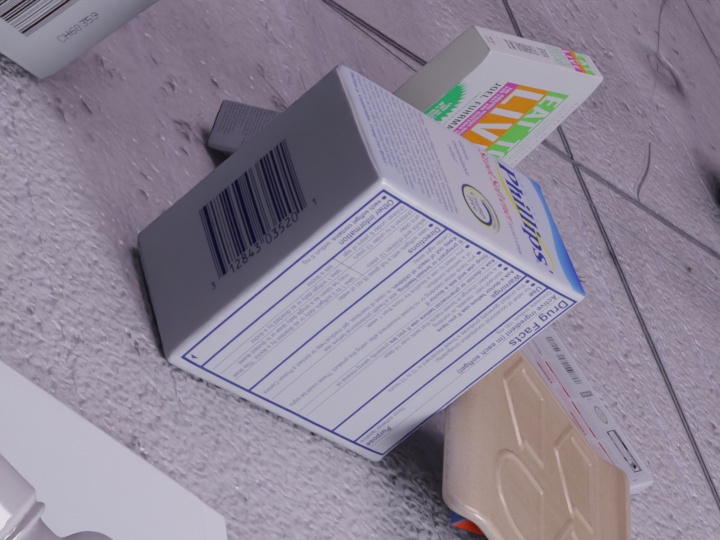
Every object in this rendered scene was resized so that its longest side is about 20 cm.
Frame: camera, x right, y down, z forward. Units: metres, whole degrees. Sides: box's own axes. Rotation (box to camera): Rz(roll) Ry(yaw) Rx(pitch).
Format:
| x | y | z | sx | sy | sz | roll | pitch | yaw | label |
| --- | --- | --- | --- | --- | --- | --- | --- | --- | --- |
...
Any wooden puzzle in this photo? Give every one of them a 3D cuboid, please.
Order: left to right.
| x | y | z | sx | sy | sz | roll | pitch | yaw | label |
| --- | --- | --- | --- | --- | --- | --- | --- | --- | --- |
| 0.107 | 0.145 | 1.772 | 0.200 | 0.046 | 0.186 | 48 | 30 | -33 | wooden puzzle |

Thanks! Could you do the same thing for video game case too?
| x | y | z | sx | sy | sz | roll | pitch | yaw | label |
| --- | --- | --- | --- | --- | --- | --- | --- | --- | --- |
| 0.130 | 0.106 | 1.959 | 0.143 | 0.018 | 0.200 | 57 | 23 | 14 | video game case |

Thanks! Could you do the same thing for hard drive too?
| x | y | z | sx | sy | sz | roll | pitch | yaw | label |
| --- | --- | --- | --- | --- | --- | --- | --- | --- | --- |
| -0.145 | 0.122 | 1.405 | 0.200 | 0.026 | 0.132 | 38 | 22 | -29 | hard drive |

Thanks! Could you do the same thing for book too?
| x | y | z | sx | sy | sz | roll | pitch | yaw | label |
| --- | --- | --- | --- | --- | --- | --- | --- | --- | --- |
| 0.090 | -0.128 | 2.093 | 0.200 | 0.134 | 0.048 | 4 | 51 | -60 | book |

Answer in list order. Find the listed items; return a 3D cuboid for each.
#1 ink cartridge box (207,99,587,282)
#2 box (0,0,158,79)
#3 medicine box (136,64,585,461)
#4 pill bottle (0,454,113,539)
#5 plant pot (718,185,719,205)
| x | y | z | sx | sy | sz | roll | pitch | yaw | label |
| --- | --- | --- | --- | --- | --- | --- | --- | --- | --- |
| 0.031 | -0.055 | 1.845 | 0.200 | 0.043 | 0.196 | 14 | -7 | 42 | ink cartridge box |
| -0.183 | -0.245 | 1.635 | 0.131 | 0.200 | 0.199 | 60 | 11 | 24 | box |
| 0.000 | 0.000 | 1.665 | 0.200 | 0.182 | 0.103 | 28 | 32 | -42 | medicine box |
| -0.132 | 0.182 | 1.229 | 0.200 | 0.114 | 0.114 | 48 | 23 | -6 | pill bottle |
| 0.456 | -0.072 | 2.638 | 0.187 | 0.200 | 0.200 | 28 | 28 | -12 | plant pot |
